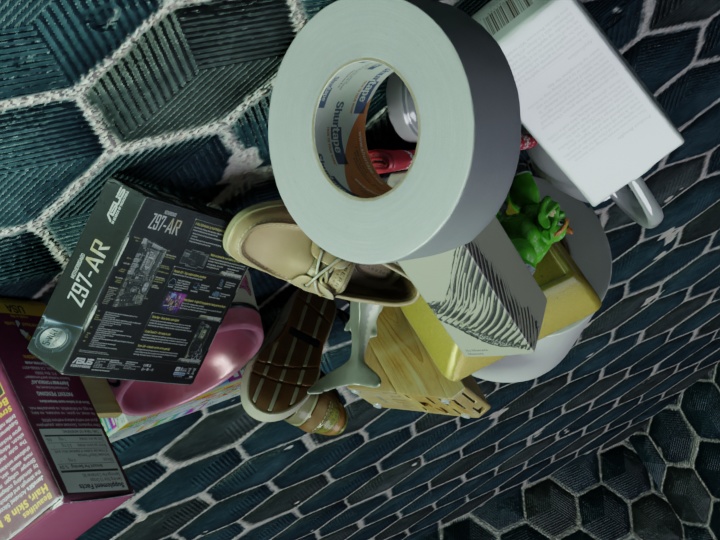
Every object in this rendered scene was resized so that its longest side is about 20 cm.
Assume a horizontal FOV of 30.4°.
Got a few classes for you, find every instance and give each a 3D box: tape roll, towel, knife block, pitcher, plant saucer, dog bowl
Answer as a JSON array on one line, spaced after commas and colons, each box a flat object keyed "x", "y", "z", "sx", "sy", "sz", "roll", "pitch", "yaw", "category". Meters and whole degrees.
[{"x": 0.023, "y": -0.107, "z": 1.005, "sx": 0.066, "sy": 0.201, "sz": 0.200, "roll": -7, "pitch": 150, "yaw": -49, "category": "tape roll"}, {"x": 0.172, "y": 0.011, "z": 1.512, "sx": 0.202, "sy": 0.203, "sz": 0.139, "roll": -24, "pitch": 159, "yaw": -19, "category": "tape roll"}, {"x": 0.049, "y": -0.105, "z": 1.220, "sx": 0.199, "sy": 0.023, "sz": 0.144, "roll": -13, "pitch": -174, "yaw": -41, "category": "towel"}, {"x": 0.060, "y": 0.063, "z": 1.454, "sx": 0.199, "sy": 0.177, "sz": 0.064, "roll": 3, "pitch": 158, "yaw": 36, "category": "knife block"}, {"x": 0.240, "y": -0.124, "z": 1.327, "sx": 0.121, "sy": 0.171, "sz": 0.200, "roll": -48, "pitch": 162, "yaw": -6, "category": "pitcher"}, {"x": 0.130, "y": -0.010, "z": 1.404, "sx": 0.199, "sy": 0.201, "sz": 0.049, "roll": -24, "pitch": 155, "yaw": -18, "category": "plant saucer"}, {"x": -0.185, "y": 0.073, "z": 1.332, "sx": 0.199, "sy": 0.074, "sz": 0.200, "roll": -27, "pitch": 161, "yaw": -10, "category": "dog bowl"}]

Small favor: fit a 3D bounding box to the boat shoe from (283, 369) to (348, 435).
[{"x": -0.068, "y": 0.141, "z": 1.520, "sx": 0.068, "sy": 0.200, "sz": 0.072, "roll": 30, "pitch": 99, "yaw": -21, "category": "boat shoe"}]

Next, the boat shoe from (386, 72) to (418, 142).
[{"x": 0.091, "y": -0.146, "z": 1.168, "sx": 0.068, "sy": 0.073, "sz": 0.200, "roll": -5, "pitch": 174, "yaw": 30, "category": "boat shoe"}]

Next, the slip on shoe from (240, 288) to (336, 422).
[{"x": -0.083, "y": 0.097, "z": 1.433, "sx": 0.061, "sy": 0.076, "sz": 0.201, "roll": -52, "pitch": -168, "yaw": 41, "category": "slip on shoe"}]

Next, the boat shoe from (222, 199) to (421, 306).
[{"x": -0.029, "y": -0.011, "z": 1.189, "sx": 0.199, "sy": 0.065, "sz": 0.072, "roll": 11, "pitch": 117, "yaw": -35, "category": "boat shoe"}]

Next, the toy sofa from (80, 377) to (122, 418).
[{"x": -0.332, "y": 0.147, "z": 1.259, "sx": 0.200, "sy": 0.098, "sz": 0.083, "roll": -39, "pitch": 158, "yaw": 20, "category": "toy sofa"}]

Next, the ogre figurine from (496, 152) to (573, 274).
[{"x": 0.146, "y": -0.056, "z": 1.333, "sx": 0.098, "sy": 0.120, "sz": 0.200, "roll": -39, "pitch": -177, "yaw": 11, "category": "ogre figurine"}]

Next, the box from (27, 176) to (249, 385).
[{"x": -0.178, "y": 0.015, "z": 1.140, "sx": 0.161, "sy": 0.043, "sz": 0.200, "roll": -64, "pitch": 155, "yaw": 5, "category": "box"}]

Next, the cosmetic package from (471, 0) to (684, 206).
[{"x": 0.184, "y": -0.161, "z": 1.154, "sx": 0.101, "sy": 0.071, "sz": 0.200, "roll": -36, "pitch": 124, "yaw": 16, "category": "cosmetic package"}]

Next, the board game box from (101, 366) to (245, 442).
[{"x": -0.198, "y": 0.139, "z": 1.490, "sx": 0.199, "sy": 0.034, "sz": 0.134, "roll": -19, "pitch": 171, "yaw": -31, "category": "board game box"}]

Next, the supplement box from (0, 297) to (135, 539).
[{"x": -0.303, "y": 0.139, "z": 1.130, "sx": 0.131, "sy": 0.201, "sz": 0.103, "roll": -36, "pitch": 160, "yaw": 20, "category": "supplement box"}]

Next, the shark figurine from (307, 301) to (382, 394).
[{"x": -0.006, "y": 0.013, "z": 1.341, "sx": 0.089, "sy": 0.128, "sz": 0.216, "roll": 13, "pitch": 107, "yaw": -9, "category": "shark figurine"}]

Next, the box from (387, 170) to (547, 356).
[{"x": 0.095, "y": -0.005, "z": 1.216, "sx": 0.082, "sy": 0.069, "sz": 0.200, "roll": -7, "pitch": 138, "yaw": 34, "category": "box"}]
